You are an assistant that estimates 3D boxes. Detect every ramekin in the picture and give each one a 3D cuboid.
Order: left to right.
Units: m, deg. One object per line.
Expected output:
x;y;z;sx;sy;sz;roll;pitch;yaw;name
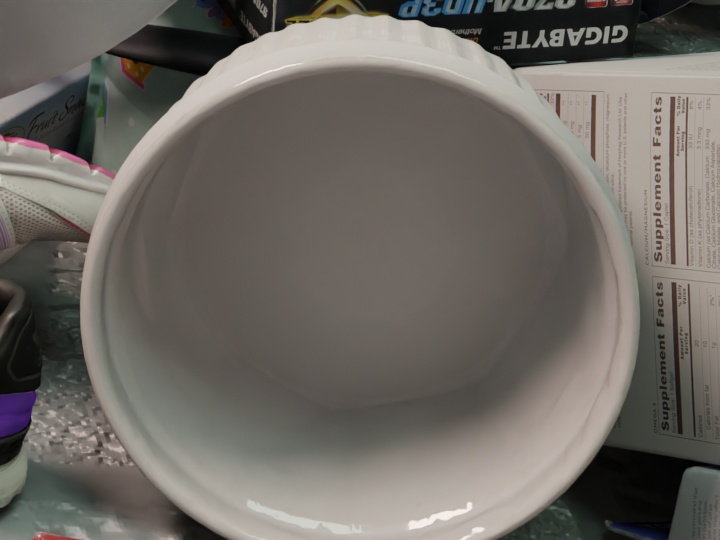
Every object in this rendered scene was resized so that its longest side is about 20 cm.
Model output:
0.000;0.000;1.037;0.200;0.201;0.105;15;21;-6;ramekin

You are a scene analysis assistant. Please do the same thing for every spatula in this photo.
-0.118;-0.104;1.146;0.200;0.021;0.057;16;52;19;spatula

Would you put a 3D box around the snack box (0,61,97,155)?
-0.193;-0.088;1.207;0.142;0.053;0.200;29;32;15;snack box

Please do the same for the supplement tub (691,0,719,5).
0.162;-0.231;1.548;0.200;0.145;0.145;17;30;-2;supplement tub

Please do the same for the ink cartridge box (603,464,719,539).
0.228;0.094;1.065;0.196;0.043;0.200;-1;8;-31;ink cartridge box

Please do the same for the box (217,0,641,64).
0.009;-0.145;1.177;0.159;0.046;0.200;-5;30;-19;box

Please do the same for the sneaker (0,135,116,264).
-0.183;-0.009;1.051;0.200;0.088;0.081;-3;6;-24;sneaker

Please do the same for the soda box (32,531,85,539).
-0.016;0.141;0.911;0.200;0.070;0.063;8;32;-17;soda box

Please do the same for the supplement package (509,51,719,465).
0.169;-0.009;1.105;0.152;0.151;0.200;-7;8;-37;supplement package

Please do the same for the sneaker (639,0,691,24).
0.096;-0.149;1.447;0.199;0.079;0.079;-2;29;-13;sneaker

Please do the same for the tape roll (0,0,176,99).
-0.156;-0.136;1.099;0.200;0.066;0.200;-14;30;8;tape roll

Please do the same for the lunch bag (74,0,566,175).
0.001;-0.069;1.219;0.170;0.122;0.200;34;39;27;lunch bag

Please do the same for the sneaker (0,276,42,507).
-0.204;0.025;0.967;0.200;0.100;0.070;3;31;-26;sneaker
